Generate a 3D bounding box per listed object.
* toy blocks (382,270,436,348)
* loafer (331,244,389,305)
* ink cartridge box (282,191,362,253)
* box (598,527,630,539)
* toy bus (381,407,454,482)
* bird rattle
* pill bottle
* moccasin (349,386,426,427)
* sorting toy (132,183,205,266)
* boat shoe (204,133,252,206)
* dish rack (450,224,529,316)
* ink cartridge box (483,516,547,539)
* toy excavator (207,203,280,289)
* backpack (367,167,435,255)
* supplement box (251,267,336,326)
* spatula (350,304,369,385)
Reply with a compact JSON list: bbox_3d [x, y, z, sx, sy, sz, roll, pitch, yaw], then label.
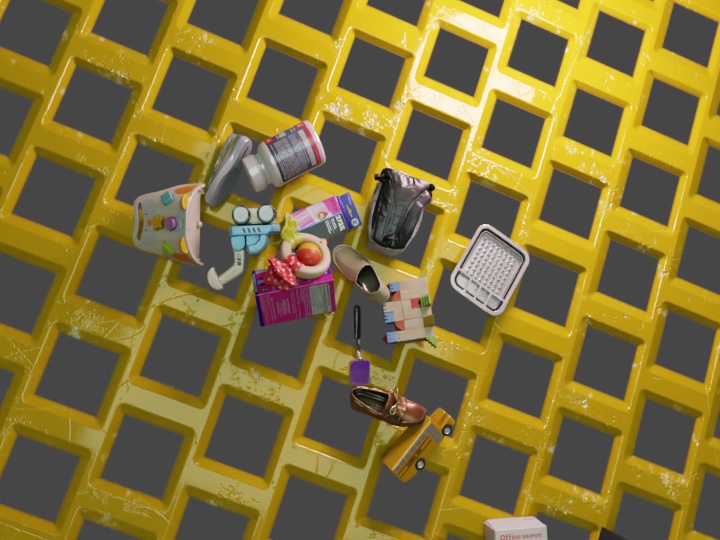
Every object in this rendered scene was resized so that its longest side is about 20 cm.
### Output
[{"bbox_3d":[0.115,0.107,1.577,0.132,0.100,0.206,-7,73,1],"label":"toy blocks"},{"bbox_3d":[0.000,0.000,1.562,0.076,0.069,0.199,-44,72,-10],"label":"loafer"},{"bbox_3d":[-0.098,-0.129,1.602,0.195,0.037,0.097,-23,87,-12],"label":"ink cartridge box"},{"bbox_3d":[0.697,0.726,1.517,0.138,0.200,0.081,27,80,-3],"label":"box"},{"bbox_3d":[0.147,0.430,1.538,0.078,0.065,0.201,45,79,-21],"label":"toy bus"},{"bbox_3d":[-0.148,-0.038,1.470,0.158,0.115,0.203,8,40,-15],"label":"bird rattle"},{"bbox_3d":[-0.198,-0.286,1.563,0.196,0.120,0.122,-29,87,-10],"label":"pill bottle"},{"bbox_3d":[0.069,0.333,1.521,0.196,0.079,0.075,19,60,12],"label":"moccasin"},{"bbox_3d":[-0.485,-0.116,1.515,0.174,0.107,0.207,3,94,16],"label":"sorting toy"},{"bbox_3d":[-0.349,-0.259,1.575,0.061,0.072,0.204,23,76,21],"label":"boat shoe"},{"bbox_3d":[0.343,0.000,1.639,0.169,0.044,0.203,33,80,-2],"label":"dish rack"},{"bbox_3d":[0.394,0.738,1.533,0.140,0.084,0.207,-1,83,-8],"label":"ink cartridge box"},{"bbox_3d":[-0.295,-0.059,1.542,0.188,0.100,0.207,-4,92,-7],"label":"toy excavator"},{"bbox_3d":[0.095,-0.142,1.583,0.162,0.127,0.206,17,82,7],"label":"backpack"},{"bbox_3d":[-0.164,0.052,1.517,0.194,0.102,0.106,-10,127,-10],"label":"supplement box"},{"bbox_3d":[-0.005,0.192,1.579,0.055,0.020,0.207,0,81,-20],"label":"spatula"}]
